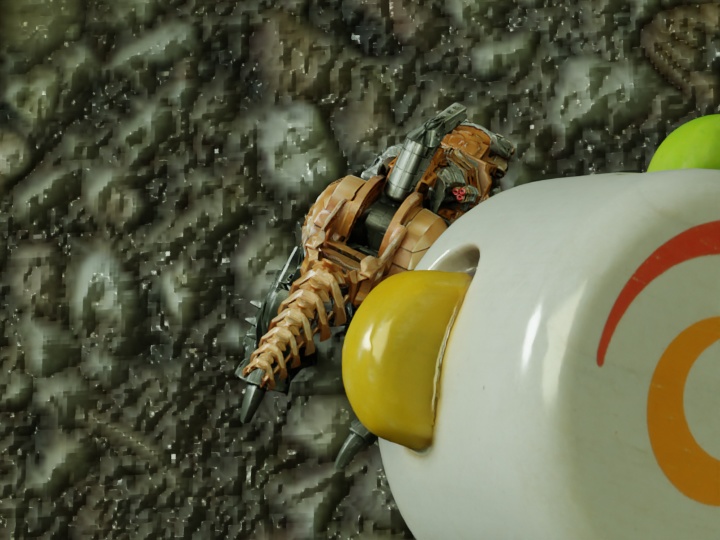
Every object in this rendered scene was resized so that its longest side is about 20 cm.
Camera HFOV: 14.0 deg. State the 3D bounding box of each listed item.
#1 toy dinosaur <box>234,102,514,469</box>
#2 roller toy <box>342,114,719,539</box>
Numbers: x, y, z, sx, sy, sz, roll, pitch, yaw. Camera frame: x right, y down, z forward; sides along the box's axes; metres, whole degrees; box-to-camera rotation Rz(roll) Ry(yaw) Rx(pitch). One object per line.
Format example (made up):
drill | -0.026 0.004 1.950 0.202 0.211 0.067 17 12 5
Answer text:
toy dinosaur | 0.000 0.000 1.212 0.200 0.136 0.102 -15 43 -43
roller toy | 0.104 0.053 1.156 0.200 0.140 0.183 -32 105 -27
